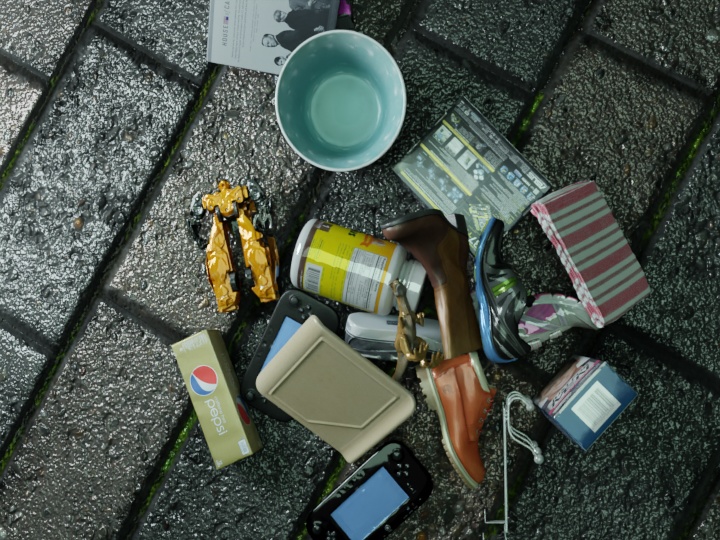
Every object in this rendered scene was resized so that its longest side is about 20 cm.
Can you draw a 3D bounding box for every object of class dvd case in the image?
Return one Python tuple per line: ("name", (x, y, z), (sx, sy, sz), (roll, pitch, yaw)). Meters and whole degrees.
("dvd case", (-0.136, -0.382, 1.102), (0.195, 0.025, 0.153), (9, 124, -7))

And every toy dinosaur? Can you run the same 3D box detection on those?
("toy dinosaur", (0.067, 0.111, 1.023), (0.059, 0.106, 0.205), (-8, 114, -33))

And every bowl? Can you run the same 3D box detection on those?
("bowl", (-0.027, -0.253, 1.095), (0.195, 0.105, 0.207), (0, 94, 2))

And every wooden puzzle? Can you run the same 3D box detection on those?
("wooden puzzle", (-0.039, 0.177, 1.049), (0.199, 0.037, 0.185), (40, 126, -5))

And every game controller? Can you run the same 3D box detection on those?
("game controller", (-0.109, 0.132, 1.099), (0.103, 0.042, 0.203), (28, 101, 10))
("game controller", (0.014, 0.353, 1.075), (0.199, 0.042, 0.105), (-42, 82, 2))

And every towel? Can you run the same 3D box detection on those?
("towel", (0.342, -0.029, 1.047), (0.144, 0.030, 0.203), (-21, 82, -36))

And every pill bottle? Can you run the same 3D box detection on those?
("pill bottle", (0.000, 0.000, 1.078), (0.195, 0.109, 0.112), (18, 87, 7))

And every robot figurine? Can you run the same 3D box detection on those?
("robot figurine", (-0.196, -0.043, 1.129), (0.141, 0.058, 0.205), (-13, 85, 5))

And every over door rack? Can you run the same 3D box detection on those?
("over door rack", (0.220, 0.280, 1.013), (0.065, 0.148, 0.205), (10, 86, 12))

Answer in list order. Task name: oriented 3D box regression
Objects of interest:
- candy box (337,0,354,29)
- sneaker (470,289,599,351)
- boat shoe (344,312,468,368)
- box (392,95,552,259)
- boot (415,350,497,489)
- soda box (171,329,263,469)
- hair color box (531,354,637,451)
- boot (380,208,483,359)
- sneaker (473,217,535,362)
("candy box", (-0.116, -0.448, 1.150), (0.195, 0.061, 0.140), (-10, 86, 5))
("sneaker", (0.260, 0.078, 1.062), (0.195, 0.081, 0.091), (4, 87, 15))
("boat shoe", (0.072, 0.115, 1.083), (0.195, 0.072, 0.069), (7, 113, -4))
("box", (0.171, -0.140, 1.100), (0.161, 0.049, 0.200), (-45, 82, 0))
("boot", (0.162, 0.219, 1.048), (0.105, 0.075, 0.204), (-20, 97, 4))
("soda box", (-0.222, 0.196, 1.108), (0.063, 0.068, 0.204), (-22, 84, 4))
("hair color box", (0.302, 0.176, 0.983), (0.060, 0.200, 0.100), (44, 91, 7))
("boot", (0.102, 0.022, 0.996), (0.067, 0.187, 0.206), (-11, 83, 31))
("sneaker", (0.204, 0.026, 1.007), (0.081, 0.071, 0.205), (-7, 89, 12))
